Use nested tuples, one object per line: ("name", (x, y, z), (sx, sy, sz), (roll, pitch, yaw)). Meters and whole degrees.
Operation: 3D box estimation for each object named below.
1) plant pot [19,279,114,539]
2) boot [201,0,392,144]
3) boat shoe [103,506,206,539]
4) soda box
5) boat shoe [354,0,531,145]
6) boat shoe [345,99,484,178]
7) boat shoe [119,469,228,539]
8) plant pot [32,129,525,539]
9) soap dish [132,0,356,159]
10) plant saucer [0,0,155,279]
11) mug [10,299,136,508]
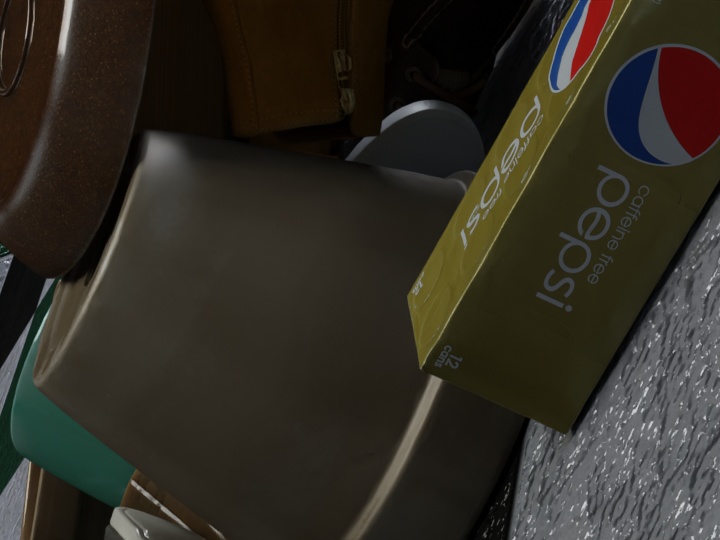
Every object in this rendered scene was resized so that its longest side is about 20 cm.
("plant pot", (-0.147, 0.110, 1.485), (0.201, 0.092, 0.202), (-172, 90, -82))
("boot", (-0.004, -0.131, 1.110), (0.071, 0.201, 0.145), (-2, 100, 38))
("boat shoe", (-0.075, 0.151, 1.059), (0.200, 0.067, 0.057), (-155, 84, -72))
("soda box", (0.091, -0.045, 0.907), (0.200, 0.064, 0.068), (-62, 13, 20))
("boat shoe", (0.034, -0.091, 1.220), (0.200, 0.072, 0.072), (-45, 49, 42))
("boat shoe", (0.000, 0.000, 1.199), (0.066, 0.072, 0.201), (-101, 28, -61))
("boat shoe", (-0.072, 0.145, 1.203), (0.072, 0.072, 0.201), (-15, -50, -45))
("plant pot", (-0.037, 0.030, 1.049), (0.200, 0.173, 0.200), (-61, 14, 27))
("soap dish", (-0.062, -0.127, 1.163), (0.157, 0.081, 0.201), (7, -97, -62))
("plant saucer", (-0.134, -0.098, 1.070), (0.200, 0.034, 0.201), (-173, 90, -68))
("mug", (-0.097, 0.054, 1.292), (0.152, 0.114, 0.185), (-63, -12, 1))
